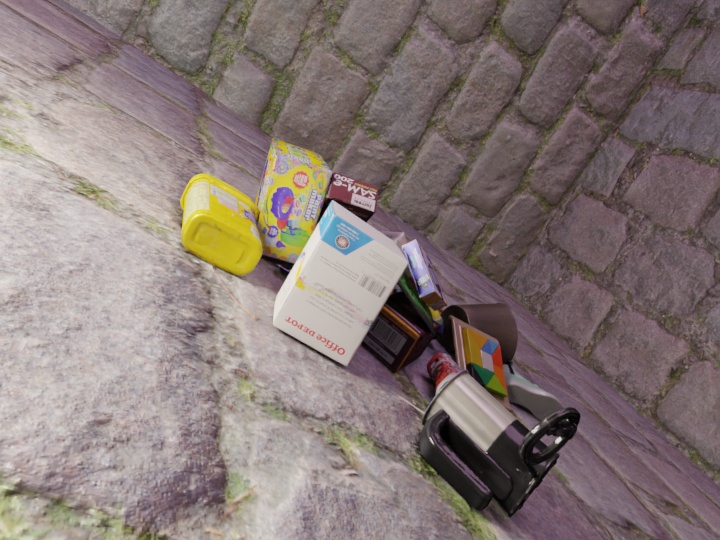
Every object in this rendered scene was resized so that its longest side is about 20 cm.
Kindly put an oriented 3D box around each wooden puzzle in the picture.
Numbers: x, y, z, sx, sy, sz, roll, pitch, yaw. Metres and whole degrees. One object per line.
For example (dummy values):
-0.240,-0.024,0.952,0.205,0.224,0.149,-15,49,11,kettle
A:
0.285,0.214,1.266,0.182,0.037,0.205,27,43,-34,wooden puzzle

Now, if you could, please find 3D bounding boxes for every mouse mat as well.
0.094,0.030,1.104,0.202,0.007,0.161,54,12,-9,mouse mat

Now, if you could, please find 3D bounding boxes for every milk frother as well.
0.202,0.224,0.800,0.187,0.203,0.179,40,18,28,milk frother

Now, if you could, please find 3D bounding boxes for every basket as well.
0.307,0.162,1.443,0.196,0.187,0.134,15,-16,-39,basket

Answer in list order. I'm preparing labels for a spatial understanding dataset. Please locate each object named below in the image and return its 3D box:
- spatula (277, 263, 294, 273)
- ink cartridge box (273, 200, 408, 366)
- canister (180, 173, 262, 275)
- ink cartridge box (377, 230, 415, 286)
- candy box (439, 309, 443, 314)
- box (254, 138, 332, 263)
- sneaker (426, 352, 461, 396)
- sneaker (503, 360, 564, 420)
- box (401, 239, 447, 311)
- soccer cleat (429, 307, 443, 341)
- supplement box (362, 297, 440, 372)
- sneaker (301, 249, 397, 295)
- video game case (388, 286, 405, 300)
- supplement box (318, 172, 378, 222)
-0.137,-0.009,1.159,0.055,0.021,0.200,31,12,-1,spatula
-0.038,0.018,0.908,0.145,0.203,0.145,30,10,-13,ink cartridge box
-0.253,-0.086,0.985,0.146,0.088,0.201,29,15,-26,canister
0.058,-0.001,1.306,0.157,0.050,0.205,7,-52,38,ink cartridge box
0.150,0.096,1.468,0.197,0.057,0.117,28,13,-36,candy box
-0.155,-0.151,1.159,0.118,0.206,0.193,14,17,-18,box
0.161,0.212,1.047,0.108,0.068,0.200,41,10,30,sneaker
0.432,0.305,1.393,0.197,0.075,0.119,30,20,-15,sneaker
0.142,0.012,1.196,0.200,0.040,0.122,41,29,-69,box
0.142,0.098,1.288,0.200,0.063,0.086,46,45,-46,soccer cleat
0.080,0.123,1.104,0.109,0.087,0.199,37,13,17,supplement box
-0.032,0.039,1.030,0.194,0.116,0.078,17,12,-4,sneaker
0.000,0.000,1.148,0.197,0.019,0.142,35,12,18,video game case
-0.043,-0.130,1.177,0.106,0.063,0.200,15,-20,-15,supplement box
